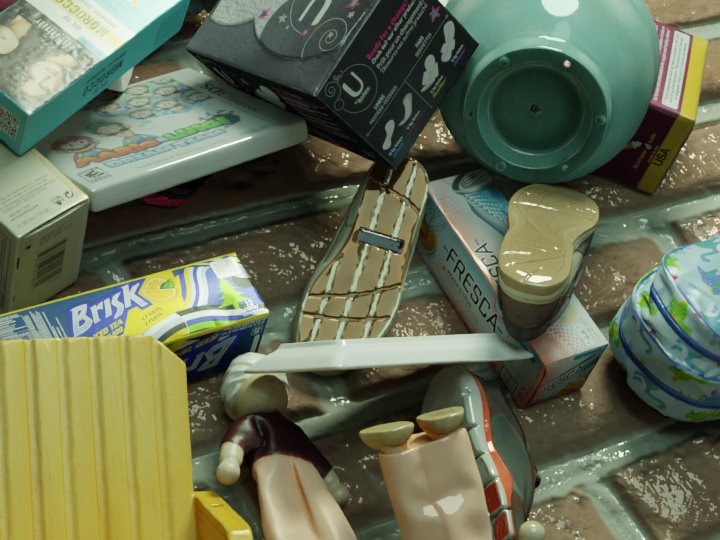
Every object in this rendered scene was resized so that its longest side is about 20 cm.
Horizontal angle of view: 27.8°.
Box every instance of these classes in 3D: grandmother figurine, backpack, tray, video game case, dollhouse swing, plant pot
[{"bbox_3d":[0.065,0.195,0.966,0.121,0.061,0.201,-13,90,1],"label":"grandmother figurine"},{"bbox_3d":[0.300,0.043,1.195,0.199,0.154,0.163,-19,65,-16],"label":"backpack"},{"bbox_3d":[0.023,0.060,1.070,0.200,0.107,0.022,0,84,-42],"label":"tray"},{"bbox_3d":[-0.175,-0.112,1.184,0.200,0.024,0.182,-22,33,-32],"label":"video game case"},{"bbox_3d":[-0.176,0.138,0.913,0.199,0.182,0.176,-1,94,-19],"label":"dollhouse swing"},{"bbox_3d":[-0.052,0.140,1.027,0.121,0.061,0.200,36,22,-47],"label":"grandmother figurine"},{"bbox_3d":[0.151,-0.154,1.225,0.200,0.201,0.134,20,31,0],"label":"plant pot"}]

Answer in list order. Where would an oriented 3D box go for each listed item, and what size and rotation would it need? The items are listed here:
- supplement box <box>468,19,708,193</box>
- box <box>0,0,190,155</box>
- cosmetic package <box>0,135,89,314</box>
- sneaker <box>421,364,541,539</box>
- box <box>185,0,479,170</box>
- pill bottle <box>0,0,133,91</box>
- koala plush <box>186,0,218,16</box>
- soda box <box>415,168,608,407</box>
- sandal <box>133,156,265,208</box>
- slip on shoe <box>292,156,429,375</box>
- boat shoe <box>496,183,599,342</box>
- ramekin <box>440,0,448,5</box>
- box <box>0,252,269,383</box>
[{"bbox_3d":[0.210,-0.178,1.364,0.200,0.103,0.131,22,48,0],"label":"supplement box"},{"bbox_3d":[-0.222,-0.178,1.116,0.082,0.049,0.200,37,51,5],"label":"box"},{"bbox_3d":[-0.302,-0.067,1.106,0.200,0.104,0.073,42,50,16],"label":"cosmetic package"},{"bbox_3d":[0.106,0.162,1.064,0.082,0.077,0.201,13,55,-34],"label":"sneaker"},{"bbox_3d":[-0.027,-0.188,1.202,0.200,0.115,0.132,28,82,48],"label":"box"},{"bbox_3d":[-0.289,-0.216,1.225,0.199,0.110,0.110,12,48,-3],"label":"pill bottle"},{"bbox_3d":[-0.170,-0.330,1.340,0.177,0.184,0.200,-10,43,-25],"label":"koala plush"},{"bbox_3d":[0.117,0.012,1.200,0.068,0.064,0.200,-15,58,-28],"label":"soda box"},{"bbox_3d":[-0.172,-0.075,1.191,0.200,0.045,0.075,-17,31,-24],"label":"sandal"},{"bbox_3d":[0.000,0.000,1.177,0.076,0.061,0.200,20,66,-2],"label":"slip on shoe"},{"bbox_3d":[0.141,-0.010,1.141,0.072,0.065,0.200,16,28,7],"label":"boat shoe"},{"bbox_3d":[0.033,-0.277,1.395,0.200,0.098,0.201,9,48,-10],"label":"ramekin"},{"bbox_3d":[-0.171,0.052,1.067,0.200,0.070,0.064,-15,58,-28],"label":"box"}]
